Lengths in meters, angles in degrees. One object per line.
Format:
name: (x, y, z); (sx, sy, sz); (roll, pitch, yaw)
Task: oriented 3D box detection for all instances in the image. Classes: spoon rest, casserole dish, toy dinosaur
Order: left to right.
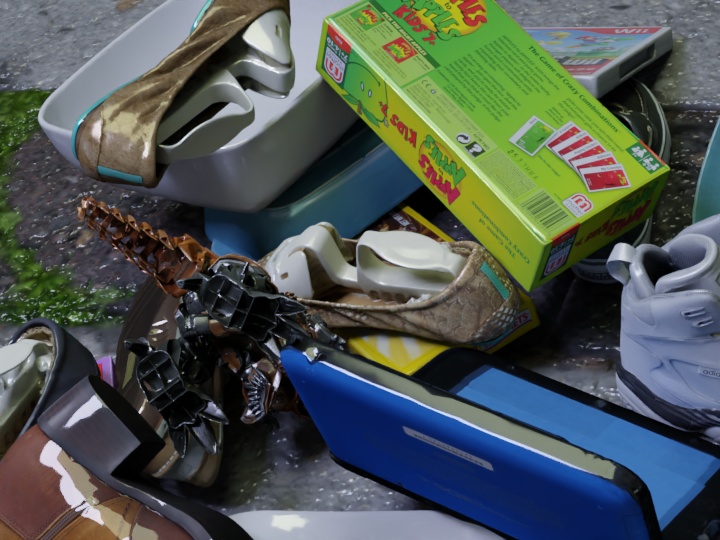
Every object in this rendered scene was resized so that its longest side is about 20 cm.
toy dinosaur: (-0.075, 0.034, 1.012); (0.199, 0.103, 0.136); (18, 16, 0)
casserole dish: (-0.020, -0.072, 1.199); (0.200, 0.039, 0.121); (-36, 38, -25)
spoon rest: (-0.004, 0.157, 0.917); (0.199, 0.061, 0.100); (1, 40, 23)

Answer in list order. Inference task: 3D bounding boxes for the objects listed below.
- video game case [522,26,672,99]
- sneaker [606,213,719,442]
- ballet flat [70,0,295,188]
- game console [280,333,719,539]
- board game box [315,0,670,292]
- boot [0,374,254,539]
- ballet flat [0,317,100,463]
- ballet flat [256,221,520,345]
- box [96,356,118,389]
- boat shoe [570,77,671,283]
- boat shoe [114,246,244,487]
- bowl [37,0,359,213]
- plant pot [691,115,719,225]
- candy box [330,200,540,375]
video game case: (0.120, -0.142, 1.229); (0.142, 0.018, 0.200); (3, 17, 23)
sneaker: (0.218, 0.038, 0.937); (0.199, 0.115, 0.075); (9, 48, 31)
ballet flat: (-0.085, -0.113, 1.075); (0.072, 0.068, 0.200); (27, 52, 23)
game console: (0.085, 0.071, 0.910); (0.199, 0.171, 0.119); (20, 64, 28)
board game box: (0.075, -0.090, 1.067); (0.101, 0.048, 0.200); (-29, 63, -28)
boot: (-0.147, 0.183, 0.887); (0.200, 0.068, 0.188); (-46, 78, 4)
ballet flat: (-0.215, 0.098, 1.000); (0.073, 0.073, 0.200); (8, 43, 29)
ballet flat: (0.000, 0.000, 1.071); (0.199, 0.066, 0.071); (2, 46, 30)
box: (-0.196, 0.141, 1.029); (0.136, 0.039, 0.201); (-16, 36, 1)
boat shoe: (0.161, -0.075, 1.157); (0.068, 0.057, 0.201); (-6, 38, 14)
boat shoe: (-0.102, 0.059, 1.080); (0.072, 0.076, 0.201); (-48, 20, 30)
bowl: (-0.085, -0.111, 1.186); (0.199, 0.075, 0.200); (12, 45, 37)
plant pot: (0.294, -0.067, 1.014); (0.134, 0.201, 0.201); (25, 40, -9)
candy box: (0.014, 0.008, 1.133); (0.102, 0.027, 0.200); (-32, 38, -16)
